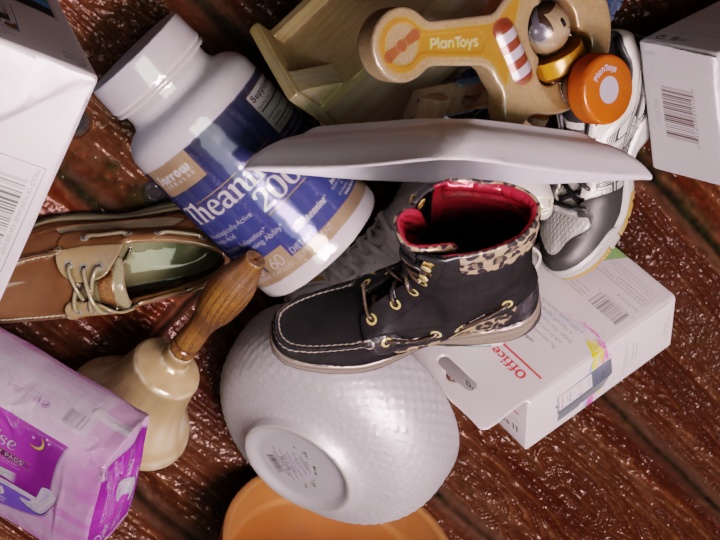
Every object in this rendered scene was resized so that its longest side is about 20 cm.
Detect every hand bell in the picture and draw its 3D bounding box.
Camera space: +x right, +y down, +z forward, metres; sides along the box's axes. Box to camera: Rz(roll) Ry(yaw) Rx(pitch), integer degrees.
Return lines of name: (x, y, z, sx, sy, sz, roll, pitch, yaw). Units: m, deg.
hand bell: (-0.125, 0.053, 1.132, 0.104, 0.104, 0.200, 23, 131, -25)

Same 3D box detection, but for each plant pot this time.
plant pot: (-0.033, 0.278, 1.272, 0.200, 0.200, 0.140, 6, 128, -20)

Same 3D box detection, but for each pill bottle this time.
pill bottle: (-0.093, -0.085, 1.107, 0.111, 0.111, 0.200, -43, 106, 5)

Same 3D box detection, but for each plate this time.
plate: (0.058, -0.078, 1.021, 0.199, 0.200, 0.032, 0, 91, -43)

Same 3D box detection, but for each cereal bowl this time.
cereal bowl: (-0.028, 0.126, 1.186, 0.083, 0.200, 0.200, -54, 128, -38)

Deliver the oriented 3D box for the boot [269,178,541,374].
boot: (0.033, 0.005, 1.061, 0.200, 0.073, 0.151, -6, 152, -2)

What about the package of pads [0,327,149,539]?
package of pads: (-0.255, 0.113, 1.118, 0.200, 0.076, 0.121, 28, 129, 12)

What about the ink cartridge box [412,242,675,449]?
ink cartridge box: (0.137, 0.058, 1.216, 0.200, 0.117, 0.067, -32, 145, -21)

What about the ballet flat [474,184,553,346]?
ballet flat: (0.112, -0.033, 1.175, 0.069, 0.069, 0.200, 22, 80, -25)

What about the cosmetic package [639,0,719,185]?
cosmetic package: (0.315, -0.156, 1.192, 0.200, 0.081, 0.113, -29, 121, -27)

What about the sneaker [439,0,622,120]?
sneaker: (0.117, -0.195, 1.124, 0.200, 0.085, 0.077, -39, 152, -16)

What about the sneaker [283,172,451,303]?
sneaker: (0.000, 0.000, 1.200, 0.115, 0.074, 0.200, 5, 120, -21)

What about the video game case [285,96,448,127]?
video game case: (0.049, -0.158, 1.179, 0.200, 0.022, 0.182, 7, 112, -21)

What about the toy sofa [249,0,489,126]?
toy sofa: (0.031, -0.185, 1.058, 0.200, 0.083, 0.098, -41, 143, 16)

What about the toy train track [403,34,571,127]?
toy train track: (0.111, -0.122, 1.082, 0.200, 0.033, 0.115, -16, 140, -43)

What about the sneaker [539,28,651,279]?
sneaker: (0.175, -0.094, 1.197, 0.088, 0.076, 0.200, 25, 85, -45)

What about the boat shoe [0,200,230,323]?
boat shoe: (-0.191, -0.003, 1.145, 0.200, 0.074, 0.076, -16, 118, -10)

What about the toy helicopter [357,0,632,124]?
toy helicopter: (0.084, -0.157, 0.980, 0.200, 0.079, 0.132, -9, 104, -35)

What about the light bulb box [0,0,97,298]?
light bulb box: (-0.279, -0.092, 1.004, 0.125, 0.200, 0.198, 20, 107, -26)
